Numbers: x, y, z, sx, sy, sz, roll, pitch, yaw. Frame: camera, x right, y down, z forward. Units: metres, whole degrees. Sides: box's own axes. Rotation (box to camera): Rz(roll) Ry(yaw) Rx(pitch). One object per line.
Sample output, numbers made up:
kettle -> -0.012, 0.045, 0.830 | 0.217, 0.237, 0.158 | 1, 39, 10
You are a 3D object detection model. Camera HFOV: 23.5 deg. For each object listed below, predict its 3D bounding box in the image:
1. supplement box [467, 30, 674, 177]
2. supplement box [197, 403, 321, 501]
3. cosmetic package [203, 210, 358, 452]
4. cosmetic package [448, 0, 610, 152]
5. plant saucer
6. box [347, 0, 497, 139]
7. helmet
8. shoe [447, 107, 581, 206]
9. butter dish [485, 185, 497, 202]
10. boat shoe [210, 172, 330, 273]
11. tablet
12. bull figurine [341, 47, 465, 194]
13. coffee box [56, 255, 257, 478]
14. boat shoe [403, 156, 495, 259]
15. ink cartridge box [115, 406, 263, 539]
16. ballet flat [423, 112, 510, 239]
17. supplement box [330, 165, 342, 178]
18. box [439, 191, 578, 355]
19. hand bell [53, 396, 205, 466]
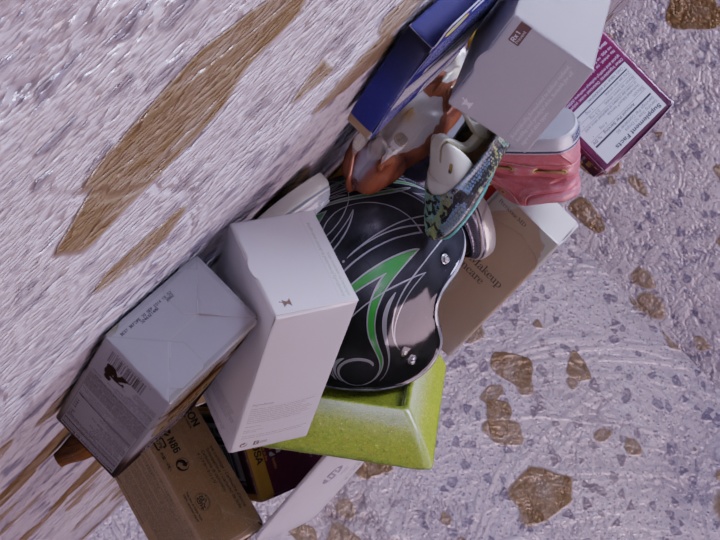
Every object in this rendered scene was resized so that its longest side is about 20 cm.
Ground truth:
supplement box -> 0.210, -0.200, 1.756 | 0.103, 0.200, 0.131 | -44, 179, 3
supplement box -> -0.074, 0.173, 1.935 | 0.199, 0.104, 0.131 | -21, -173, -32
cosmetic package -> -0.080, 0.056, 1.506 | 0.084, 0.108, 0.201 | -9, 145, -27
cosmetic package -> 0.149, -0.203, 1.456 | 0.107, 0.090, 0.201 | -51, -167, 39
plant saucer -> -0.016, 0.111, 1.728 | 0.200, 0.198, 0.048 | -77, 174, -61
box -> 0.065, -0.193, 1.417 | 0.121, 0.032, 0.200 | -45, 179, -28
helmet -> 0.000, 0.000, 1.680 | 0.200, 0.199, 0.192 | -41, 144, -51
shoe -> 0.121, -0.114, 1.705 | 0.072, 0.198, 0.091 | -69, 156, -43
butter dish -> 0.172, -0.126, 2.048 | 0.200, 0.200, 0.147 | -46, 149, 22
boat shoe -> -0.086, -0.002, 1.589 | 0.201, 0.072, 0.070 | -45, 177, 17
tablet -> -0.023, 0.207, 1.821 | 0.200, 0.014, 0.130 | -51, 162, 21
bull figurine -> 0.056, -0.151, 1.620 | 0.200, 0.065, 0.122 | -50, 173, -25
coffee box -> -0.176, 0.086, 1.469 | 0.113, 0.080, 0.200 | -43, 177, -31
boat shoe -> 0.068, -0.080, 1.795 | 0.093, 0.201, 0.074 | -37, -153, -25
ink cartridge box -> -0.201, 0.228, 1.880 | 0.075, 0.201, 0.165 | -26, 170, -26
ballet flat -> 0.102, -0.124, 1.581 | 0.201, 0.074, 0.074 | -57, 177, 4
supplement box -> -0.010, -0.016, 1.905 | 0.200, 0.133, 0.197 | -46, 177, 21
box -> 0.141, -0.009, 1.939 | 0.200, 0.095, 0.078 | -49, 175, 31
hand bell -> -0.226, 0.138, 1.756 | 0.199, 0.105, 0.104 | -32, 177, 0
